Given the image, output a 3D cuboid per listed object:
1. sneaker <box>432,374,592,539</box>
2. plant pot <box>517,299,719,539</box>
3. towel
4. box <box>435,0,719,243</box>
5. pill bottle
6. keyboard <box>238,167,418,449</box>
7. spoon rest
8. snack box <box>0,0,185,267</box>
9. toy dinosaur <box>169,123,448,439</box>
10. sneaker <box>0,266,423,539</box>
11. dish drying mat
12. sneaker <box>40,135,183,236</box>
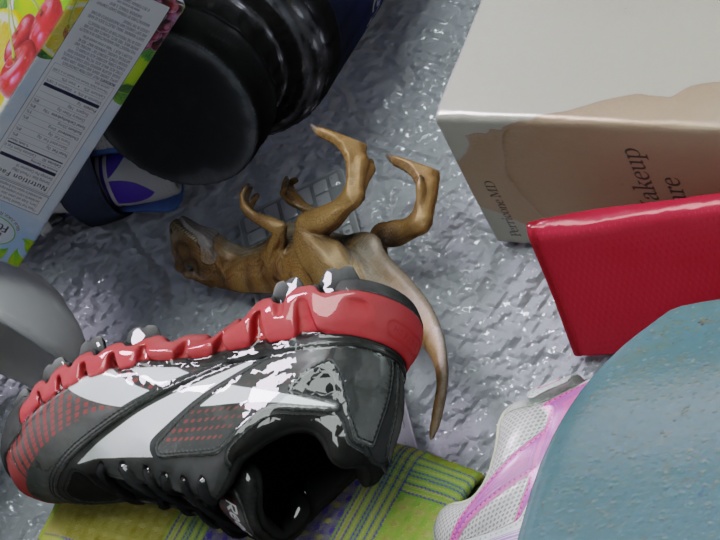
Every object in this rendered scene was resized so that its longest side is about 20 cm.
[{"bbox_3d":[0.102,0.065,1.095,0.200,0.081,0.088,-43,49,-14],"label":"sneaker"},{"bbox_3d":[0.166,0.112,0.957,0.195,0.197,0.200,-10,43,18],"label":"plant pot"},{"bbox_3d":[-0.057,0.120,1.160,0.200,0.023,0.144,9,57,35],"label":"towel"},{"bbox_3d":[0.143,-0.062,1.175,0.199,0.095,0.078,3,55,30],"label":"box"},{"bbox_3d":[-0.048,-0.133,1.287,0.112,0.112,0.200,1,40,27],"label":"pill bottle"},{"bbox_3d":[-0.014,0.035,1.226,0.056,0.011,0.200,-22,46,8],"label":"keyboard"},{"bbox_3d":[-0.207,0.002,1.237,0.200,0.099,0.061,32,73,4],"label":"spoon rest"},{"bbox_3d":[-0.156,-0.116,1.235,0.142,0.053,0.200,-54,34,19],"label":"snack box"},{"bbox_3d":[0.000,0.000,1.215,0.200,0.060,0.107,21,91,46],"label":"toy dinosaur"},{"bbox_3d":[-0.065,0.071,1.139,0.200,0.071,0.098,-17,56,26],"label":"sneaker"},{"bbox_3d":[0.172,-0.005,1.124,0.199,0.077,0.018,-7,41,21],"label":"dish drying mat"},{"bbox_3d":[-0.158,-0.039,1.309,0.146,0.081,0.200,10,52,37],"label":"sneaker"}]
